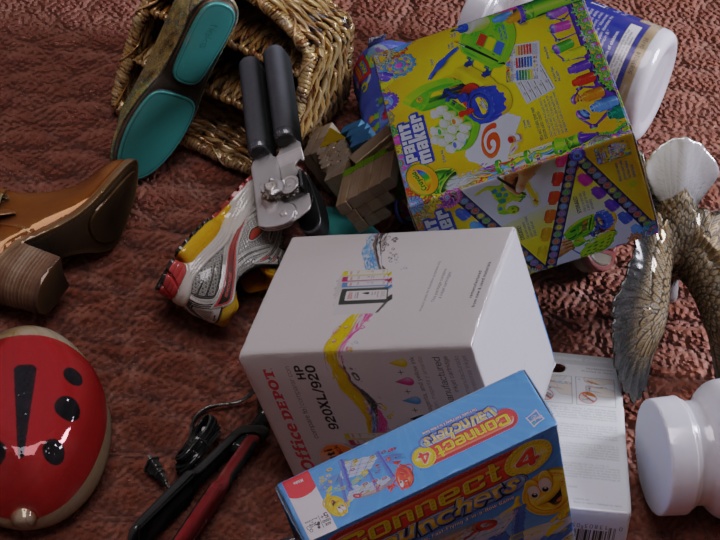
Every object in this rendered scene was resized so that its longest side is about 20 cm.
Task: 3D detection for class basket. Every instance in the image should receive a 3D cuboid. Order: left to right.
[{"bbox_3d":[-0.122,-0.204,1.872,0.199,0.143,0.149,26,49,19],"label":"basket"}]

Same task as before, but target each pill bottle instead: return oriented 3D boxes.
[{"bbox_3d":[0.198,-0.211,1.927,0.199,0.116,0.116,23,49,16],"label":"pill bottle"},{"bbox_3d":[0.331,0.141,1.602,0.198,0.116,0.116,-4,47,-9],"label":"pill bottle"}]

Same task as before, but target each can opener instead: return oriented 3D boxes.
[{"bbox_3d":[-0.073,-0.111,1.761,0.052,0.066,0.201,-22,55,16],"label":"can opener"}]

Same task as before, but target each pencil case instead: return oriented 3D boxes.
[{"bbox_3d":[0.049,-0.133,1.861,0.078,0.087,0.201,26,34,-38],"label":"pencil case"}]

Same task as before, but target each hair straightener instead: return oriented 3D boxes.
[{"bbox_3d":[-0.136,0.155,1.597,0.077,0.041,0.200,21,48,15],"label":"hair straightener"}]

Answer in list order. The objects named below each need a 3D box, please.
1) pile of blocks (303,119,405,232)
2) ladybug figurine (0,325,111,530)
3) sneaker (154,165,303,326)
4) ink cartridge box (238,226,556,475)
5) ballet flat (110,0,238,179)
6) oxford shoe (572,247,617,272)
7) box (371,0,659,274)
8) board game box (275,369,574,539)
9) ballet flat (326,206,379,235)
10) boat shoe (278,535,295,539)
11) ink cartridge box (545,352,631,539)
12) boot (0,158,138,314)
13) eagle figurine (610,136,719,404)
[{"bbox_3d":[0.008,-0.086,1.787,0.082,0.062,0.200,-38,25,1],"label":"pile of blocks"},{"bbox_3d":[-0.269,0.120,1.598,0.135,0.072,0.201,-4,47,-9],"label":"ladybug figurine"},{"bbox_3d":[-0.100,-0.021,1.760,0.082,0.078,0.200,38,51,2],"label":"sneaker"},{"bbox_3d":[0.032,0.069,1.581,0.199,0.148,0.145,-3,39,24],"label":"ink cartridge box"},{"bbox_3d":[-0.178,-0.178,1.836,0.070,0.201,0.071,28,16,-9],"label":"ballet flat"},{"bbox_3d":[0.185,-0.076,1.844,0.070,0.075,0.201,19,48,-41],"label":"oxford shoe"},{"bbox_3d":[0.128,-0.110,1.673,0.191,0.122,0.201,-17,45,6],"label":"box"},{"bbox_3d":[0.054,0.187,1.448,0.199,0.196,0.056,-25,52,-7],"label":"board game box"},{"bbox_3d":[0.000,0.000,1.738,0.067,0.063,0.200,-5,20,-21],"label":"ballet flat"},{"bbox_3d":[-0.096,0.247,1.496,0.199,0.065,0.072,-21,50,-24],"label":"boat shoe"},{"bbox_3d":[0.139,0.143,1.642,0.159,0.048,0.201,5,35,1],"label":"ink cartridge box"},{"bbox_3d":[-0.301,-0.055,1.765,0.154,0.074,0.200,20,45,19],"label":"boot"},{"bbox_3d":[0.274,0.003,1.710,0.151,0.151,0.201,-31,50,19],"label":"eagle figurine"}]
